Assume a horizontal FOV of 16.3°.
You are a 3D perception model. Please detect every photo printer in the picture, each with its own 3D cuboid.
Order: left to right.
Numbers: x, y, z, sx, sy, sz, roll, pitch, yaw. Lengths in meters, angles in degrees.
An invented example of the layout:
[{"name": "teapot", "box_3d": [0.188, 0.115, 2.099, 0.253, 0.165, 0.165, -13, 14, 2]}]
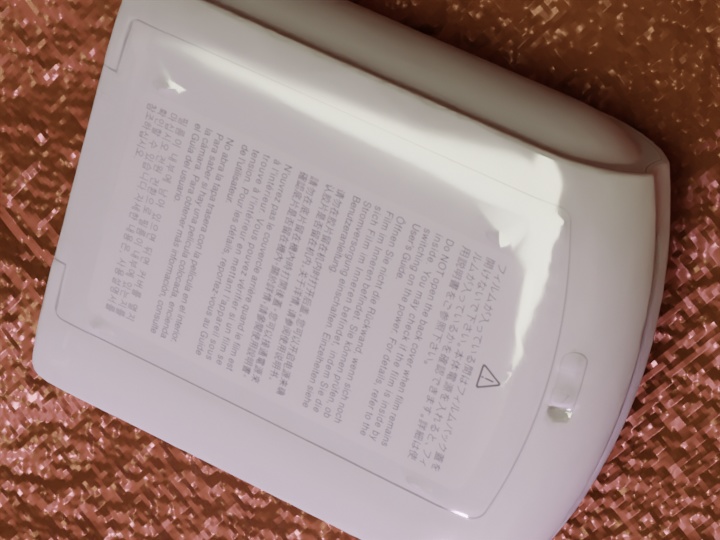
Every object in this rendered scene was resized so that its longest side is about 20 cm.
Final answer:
[{"name": "photo printer", "box_3d": [0.000, 0.000, 0.827, 0.199, 0.069, 0.167, 24, 114, 17]}]
